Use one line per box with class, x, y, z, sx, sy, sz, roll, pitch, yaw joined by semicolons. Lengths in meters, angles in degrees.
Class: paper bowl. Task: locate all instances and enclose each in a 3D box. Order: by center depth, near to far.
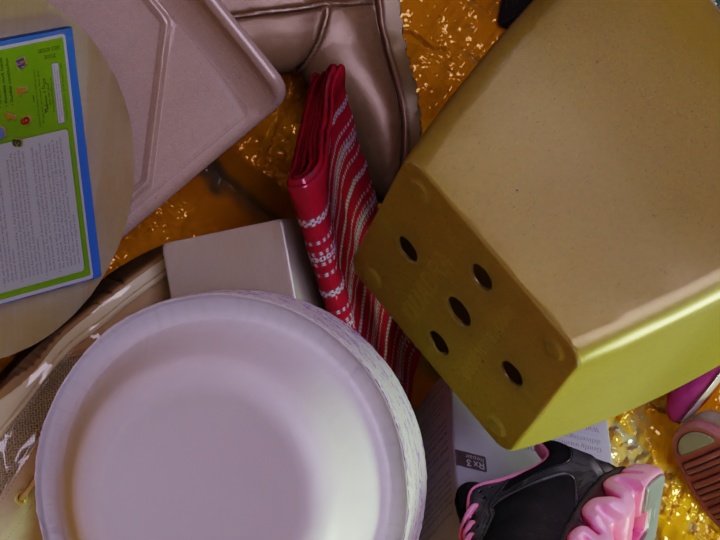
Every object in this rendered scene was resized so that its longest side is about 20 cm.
paper bowl;-0.070;0.111;1.281;0.199;0.104;0.203;0;91;11

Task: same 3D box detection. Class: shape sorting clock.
shape sorting clock;-0.206;-0.051;1.316;0.199;0.039;0.202;-8;102;-41

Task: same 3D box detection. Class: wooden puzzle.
wooden puzzle;-0.170;-0.108;1.386;0.200;0.037;0.185;-39;99;6

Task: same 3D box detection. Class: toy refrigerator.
toy refrigerator;-0.045;0.076;1.370;0.070;0.075;0.202;-5;83;-68

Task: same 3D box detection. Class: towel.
towel;0.000;0.000;1.396;0.022;0.145;0.201;-11;119;12

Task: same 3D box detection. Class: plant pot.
plant pot;0.113;-0.024;1.305;0.176;0.200;0.200;-36;79;-26

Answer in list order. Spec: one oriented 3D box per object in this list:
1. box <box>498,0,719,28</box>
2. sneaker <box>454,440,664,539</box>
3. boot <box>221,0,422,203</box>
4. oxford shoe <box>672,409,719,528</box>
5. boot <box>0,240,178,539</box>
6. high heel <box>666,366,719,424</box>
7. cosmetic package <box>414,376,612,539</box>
box;0.216;-0.181;1.516;0.199;0.182;0.105;18;76;-19
sneaker;0.079;0.154;1.338;0.095;0.079;0.200;28;40;25
boot;-0.072;-0.117;1.454;0.198;0.066;0.177;-6;82;-21
oxford shoe;0.276;0.142;1.568;0.200;0.070;0.075;40;55;-20
boot;-0.128;0.097;1.391;0.156;0.073;0.200;47;70;-10
high heel;0.215;-0.005;1.570;0.096;0.067;0.201;28;73;7
cosmetic package;0.087;0.167;1.425;0.112;0.081;0.201;13;48;-22
